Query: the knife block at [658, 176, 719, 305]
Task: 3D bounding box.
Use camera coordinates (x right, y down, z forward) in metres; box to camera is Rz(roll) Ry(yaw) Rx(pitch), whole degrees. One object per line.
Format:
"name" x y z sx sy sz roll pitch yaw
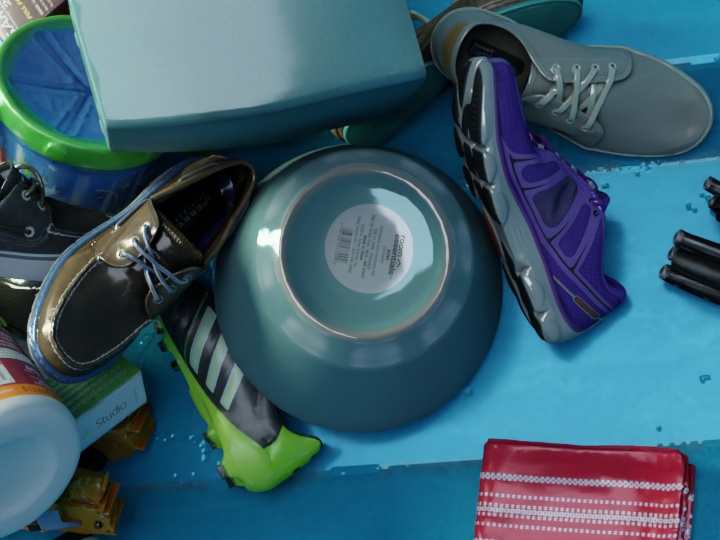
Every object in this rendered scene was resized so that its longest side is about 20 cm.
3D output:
"knife block" 0.292 0.022 1.128 0.174 0.064 0.202 -23 73 10

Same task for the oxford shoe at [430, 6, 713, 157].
"oxford shoe" 0.140 -0.121 1.178 0.198 0.058 0.076 19 107 -4

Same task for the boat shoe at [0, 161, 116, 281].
"boat shoe" -0.238 -0.039 1.153 0.070 0.198 0.067 -127 48 -57

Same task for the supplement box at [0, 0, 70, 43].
"supplement box" -0.170 -0.222 1.287 0.199 0.109 0.061 -39 65 3

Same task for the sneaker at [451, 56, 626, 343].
"sneaker" 0.119 -0.053 1.162 0.083 0.081 0.202 -25 111 -4

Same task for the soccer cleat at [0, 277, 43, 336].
"soccer cleat" -0.232 0.009 1.225 0.199 0.083 0.065 22 111 28

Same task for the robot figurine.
"robot figurine" -0.252 0.122 1.236 0.197 0.059 0.146 6 47 11

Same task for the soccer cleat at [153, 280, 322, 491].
"soccer cleat" -0.094 0.056 1.232 0.080 0.068 0.201 -27 77 -4

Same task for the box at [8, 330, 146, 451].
"box" -0.264 0.070 1.224 0.144 0.037 0.199 -37 53 -26

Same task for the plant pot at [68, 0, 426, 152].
"plant pot" -0.080 -0.153 1.130 0.198 0.141 0.143 -16 87 -8

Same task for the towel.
"towel" 0.139 0.212 1.148 0.143 0.022 0.203 3 79 17

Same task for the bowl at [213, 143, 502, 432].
"bowl" 0.000 0.000 1.164 0.198 0.105 0.203 0 78 -2

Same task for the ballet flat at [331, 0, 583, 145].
"ballet flat" 0.058 -0.161 1.242 0.199 0.068 0.073 -32 54 11

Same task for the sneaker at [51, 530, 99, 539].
"sneaker" -0.283 0.210 1.237 0.199 0.073 0.112 -35 73 7

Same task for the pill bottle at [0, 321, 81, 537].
"pill bottle" -0.269 0.069 1.124 0.110 0.110 0.200 -46 54 1

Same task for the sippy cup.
"sippy cup" -0.200 -0.086 1.242 0.176 0.131 0.140 25 43 1

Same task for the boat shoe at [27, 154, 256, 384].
"boat shoe" -0.139 -0.011 1.141 0.072 0.072 0.201 46 55 -17
